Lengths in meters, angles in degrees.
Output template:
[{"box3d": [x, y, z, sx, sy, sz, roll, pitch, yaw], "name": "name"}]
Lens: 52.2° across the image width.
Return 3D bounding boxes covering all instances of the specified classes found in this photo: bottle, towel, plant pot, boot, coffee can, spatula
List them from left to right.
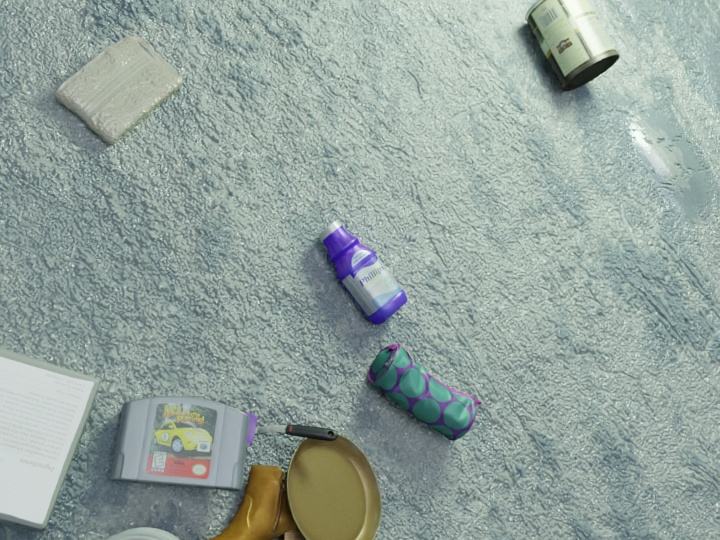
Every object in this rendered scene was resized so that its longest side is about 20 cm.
[{"box3d": [-0.421, -0.324, 1.300, 0.132, 0.034, 0.201, 41, 61, -6], "name": "towel"}, {"box3d": [-0.176, 0.378, 1.147, 0.199, 0.071, 0.146, 9, 62, -25], "name": "boot"}, {"box3d": [-0.134, 0.259, 1.189, 0.197, 0.021, 0.057, 4, 53, 6], "name": "spatula"}, {"box3d": [-0.047, 0.365, 1.195, 0.199, 0.027, 0.202, 27, 49, -34], "name": "plant pot"}, {"box3d": [0.000, 0.000, 1.356, 0.083, 0.065, 0.201, -36, 89, -29], "name": "bottle"}, {"box3d": [0.499, -0.552, 1.736, 0.145, 0.146, 0.202, -22, 81, -29], "name": "coffee can"}]

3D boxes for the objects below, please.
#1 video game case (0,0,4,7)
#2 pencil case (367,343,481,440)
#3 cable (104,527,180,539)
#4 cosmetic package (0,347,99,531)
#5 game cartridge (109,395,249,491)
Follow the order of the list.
[{"box3d": [-0.705, -0.502, 1.242, 0.198, 0.022, 0.184, 22, 64, -16], "name": "video game case"}, {"box3d": [0.113, 0.216, 1.319, 0.199, 0.085, 0.093, 37, 89, -9], "name": "pencil case"}, {"box3d": [-0.315, 0.463, 1.016, 0.198, 0.069, 0.202, -18, 71, -7], "name": "cable"}, {"box3d": [-0.473, 0.234, 1.000, 0.163, 0.165, 0.202, 21, 63, -16], "name": "cosmetic package"}, {"box3d": [-0.275, 0.264, 1.136, 0.197, 0.041, 0.135, 8, 65, -11], "name": "game cartridge"}]
